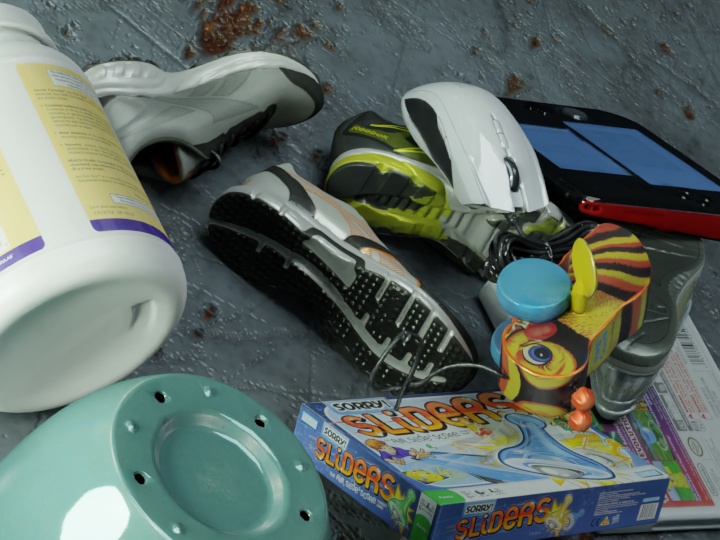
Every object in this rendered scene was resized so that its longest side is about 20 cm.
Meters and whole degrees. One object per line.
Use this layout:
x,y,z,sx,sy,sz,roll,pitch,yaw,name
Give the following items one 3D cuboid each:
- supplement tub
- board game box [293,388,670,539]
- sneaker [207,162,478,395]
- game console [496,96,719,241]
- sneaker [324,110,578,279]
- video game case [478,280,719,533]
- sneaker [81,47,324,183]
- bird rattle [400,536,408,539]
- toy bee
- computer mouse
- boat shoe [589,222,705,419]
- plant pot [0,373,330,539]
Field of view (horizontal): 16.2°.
-0.198,-0.037,1.437,0.145,0.146,0.201,-1,52,-41,supplement tub
0.074,0.119,1.554,0.199,0.035,0.135,-2,25,-42,board game box
0.000,0.000,1.631,0.200,0.074,0.080,40,34,0,sneaker
0.175,-0.079,1.837,0.176,0.031,0.200,10,19,-35,game console
0.067,-0.059,1.749,0.199,0.075,0.085,21,39,-24,sneaker
0.189,0.091,1.741,0.181,0.023,0.201,3,50,-39,video game case
-0.105,-0.094,1.650,0.199,0.074,0.080,-10,67,-39,sneaker
0.096,0.197,1.489,0.163,0.113,0.200,35,30,23,bird rattle
0.121,0.054,1.569,0.200,0.131,0.109,-43,57,-13,toy bee
0.090,-0.069,1.687,0.109,0.044,0.200,-3,45,-34,computer mouse
0.191,0.025,1.751,0.074,0.065,0.202,17,33,2,boat shoe
-0.108,0.149,1.304,0.200,0.161,0.201,24,38,-20,plant pot
